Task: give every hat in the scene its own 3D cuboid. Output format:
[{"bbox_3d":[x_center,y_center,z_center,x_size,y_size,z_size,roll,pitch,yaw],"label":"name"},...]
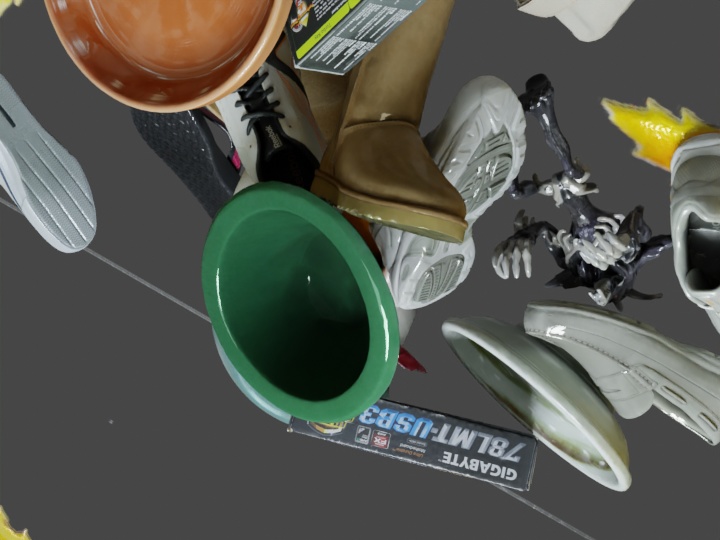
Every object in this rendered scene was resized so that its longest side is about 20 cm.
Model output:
[{"bbox_3d":[0.000,0.000,0.847,0.166,0.175,0.200,52,135,7],"label":"hat"}]

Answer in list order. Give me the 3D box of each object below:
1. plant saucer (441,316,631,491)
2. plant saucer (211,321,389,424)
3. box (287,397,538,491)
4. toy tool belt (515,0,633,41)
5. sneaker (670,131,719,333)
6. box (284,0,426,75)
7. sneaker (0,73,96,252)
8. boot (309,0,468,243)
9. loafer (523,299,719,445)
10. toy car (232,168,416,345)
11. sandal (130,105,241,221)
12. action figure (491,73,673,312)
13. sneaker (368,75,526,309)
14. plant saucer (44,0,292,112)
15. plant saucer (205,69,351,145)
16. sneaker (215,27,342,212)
[{"bbox_3d":[0.154,0.096,0.978,0.200,0.050,0.200,42,171,8],"label":"plant saucer"},{"bbox_3d":[-0.069,0.098,1.169,0.199,0.039,0.203,18,135,18],"label":"plant saucer"},{"bbox_3d":[0.050,0.141,1.018,0.197,0.050,0.199,13,172,7],"label":"box"},{"bbox_3d":[0.131,-0.226,0.665,0.122,0.125,0.200,37,159,5],"label":"toy tool belt"},{"bbox_3d":[0.256,0.009,0.835,0.075,0.092,0.201,-8,125,36],"label":"sneaker"},{"bbox_3d":[0.010,-0.249,0.697,0.199,0.047,0.196,-34,65,47],"label":"box"},{"bbox_3d":[-0.324,-0.105,1.129,0.070,0.073,0.201,-12,113,50],"label":"sneaker"},{"bbox_3d":[0.033,-0.130,0.738,0.065,0.203,0.175,13,-173,-31],"label":"boot"},{"bbox_3d":[0.207,0.076,0.897,0.198,0.071,0.070,22,177,-16],"label":"loafer"},{"bbox_3d":[-0.039,0.017,0.976,0.173,0.151,0.201,23,142,2],"label":"toy car"},{"bbox_3d":[-0.134,-0.102,1.027,0.074,0.045,0.201,10,148,33],"label":"sandal"},{"bbox_3d":[0.148,-0.033,0.859,0.118,0.102,0.201,-19,113,42],"label":"action figure"},{"bbox_3d":[0.045,-0.066,0.826,0.100,0.077,0.201,53,141,27],"label":"sneaker"},{"bbox_3d":[-0.123,-0.204,0.757,0.198,0.032,0.203,7,104,29],"label":"plant saucer"},{"bbox_3d":[-0.062,-0.182,0.902,0.198,0.036,0.202,18,137,17],"label":"plant saucer"},{"bbox_3d":[-0.067,-0.119,0.843,0.073,0.080,0.202,-29,96,5],"label":"sneaker"}]
